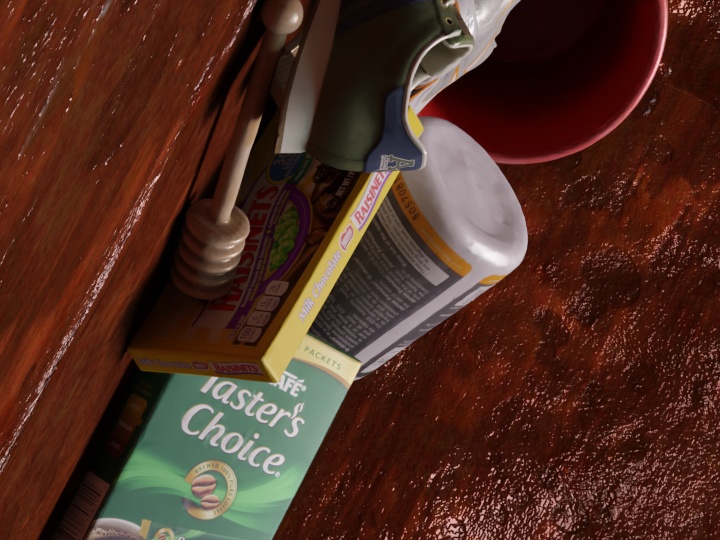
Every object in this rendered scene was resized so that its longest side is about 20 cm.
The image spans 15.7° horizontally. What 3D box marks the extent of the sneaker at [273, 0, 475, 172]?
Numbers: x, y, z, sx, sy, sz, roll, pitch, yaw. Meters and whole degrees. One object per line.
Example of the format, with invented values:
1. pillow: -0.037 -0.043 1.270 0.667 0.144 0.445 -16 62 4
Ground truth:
1. sneaker: 0.021 -0.139 1.408 0.067 0.089 0.201 106 1 -68

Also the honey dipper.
1. honey dipper: -0.065 -0.070 1.415 0.038 0.038 0.201 -57 168 -52

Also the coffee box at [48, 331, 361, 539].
1. coffee box: -0.095 0.115 1.576 0.044 0.123 0.201 22 -97 58

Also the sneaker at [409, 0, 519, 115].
1. sneaker: 0.039 -0.130 1.584 0.092 0.076 0.200 -26 174 -33

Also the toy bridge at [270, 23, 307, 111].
1. toy bridge: 0.034 -0.153 1.464 0.199 0.067 0.027 -25 168 -11

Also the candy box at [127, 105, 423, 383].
1. candy box: -0.048 -0.019 1.514 0.026 0.102 0.200 56 49 -36

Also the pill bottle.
1. pill bottle: 0.000 0.000 1.665 0.200 0.117 0.116 -36 -172 26

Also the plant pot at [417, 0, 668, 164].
1. plant pot: 0.111 -0.192 1.823 0.177 0.200 0.201 -81 -163 -72
